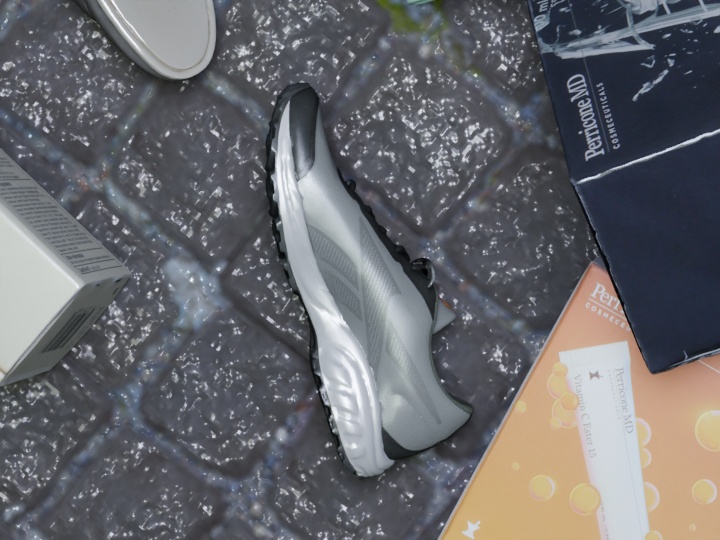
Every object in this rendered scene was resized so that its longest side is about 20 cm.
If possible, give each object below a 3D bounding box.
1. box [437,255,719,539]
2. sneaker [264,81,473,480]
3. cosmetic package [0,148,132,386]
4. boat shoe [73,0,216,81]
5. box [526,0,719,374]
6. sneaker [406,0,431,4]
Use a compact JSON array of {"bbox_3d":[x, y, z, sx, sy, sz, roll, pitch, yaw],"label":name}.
[{"bbox_3d":[0.121,0.110,1.212,0.124,0.097,0.201,28,96,6],"label":"box"},{"bbox_3d":[0.000,0.000,1.246,0.079,0.074,0.201,-17,96,-1],"label":"sneaker"},{"bbox_3d":[-0.220,-0.037,1.256,0.200,0.104,0.073,42,98,6],"label":"cosmetic package"},{"bbox_3d":[-0.140,-0.183,1.269,0.067,0.057,0.201,-32,91,-27],"label":"boat shoe"},{"bbox_3d":[0.192,-0.083,1.131,0.195,0.201,0.124,-21,125,10],"label":"box"},{"bbox_3d":[0.013,-0.199,1.226,0.199,0.074,0.119,16,88,5],"label":"sneaker"}]
